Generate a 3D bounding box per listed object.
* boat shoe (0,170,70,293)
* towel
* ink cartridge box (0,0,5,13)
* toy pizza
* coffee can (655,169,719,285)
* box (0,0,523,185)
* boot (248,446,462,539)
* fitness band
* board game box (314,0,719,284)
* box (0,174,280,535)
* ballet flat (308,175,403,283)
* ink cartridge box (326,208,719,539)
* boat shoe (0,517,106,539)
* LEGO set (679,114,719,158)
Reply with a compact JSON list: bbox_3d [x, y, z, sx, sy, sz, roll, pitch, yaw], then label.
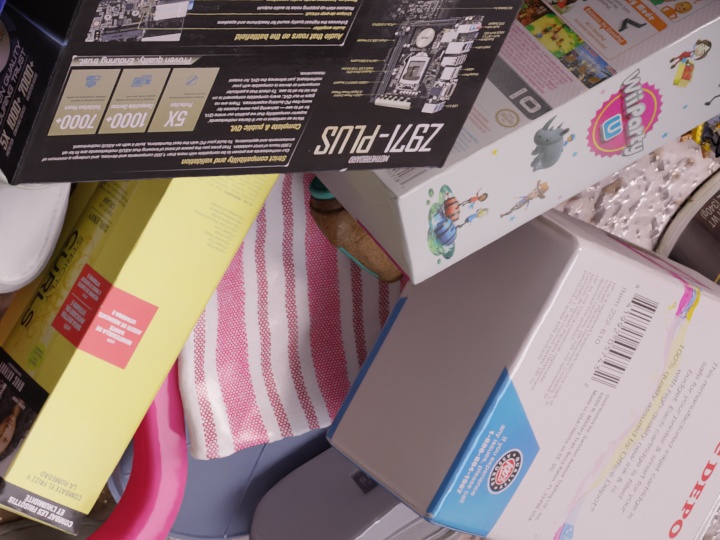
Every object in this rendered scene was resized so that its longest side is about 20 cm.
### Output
[{"bbox_3d":[-0.147,-0.063,1.173,0.074,0.067,0.200,-22,133,-24],"label":"boat shoe"},{"bbox_3d":[0.000,0.000,1.356,0.200,0.030,0.146,-13,104,-33],"label":"towel"},{"bbox_3d":[-0.214,-0.141,0.989,0.200,0.076,0.137,16,119,-21],"label":"ink cartridge box"},{"bbox_3d":[-0.043,0.053,1.427,0.200,0.032,0.200,-22,138,-21],"label":"toy pizza"},{"bbox_3d":[0.269,0.042,1.541,0.146,0.200,0.146,-23,140,-21],"label":"coffee can"},{"bbox_3d":[-0.037,-0.122,1.065,0.200,0.086,0.164,-4,134,-35],"label":"box"},{"bbox_3d":[0.036,0.108,1.477,0.200,0.074,0.096,-29,152,-6],"label":"boot"},{"bbox_3d":[-0.151,0.069,1.311,0.144,0.037,0.200,-15,120,-20],"label":"fitness band"},{"bbox_3d":[0.066,-0.100,1.269,0.200,0.148,0.064,-30,139,-12],"label":"board game box"},{"bbox_3d":[-0.107,0.009,1.244,0.050,0.075,0.200,27,96,-34],"label":"box"},{"bbox_3d":[0.063,-0.065,1.338,0.200,0.068,0.072,-43,117,-22],"label":"ballet flat"},{"bbox_3d":[0.100,0.056,1.352,0.200,0.085,0.145,21,99,-47],"label":"ink cartridge box"},{"bbox_3d":[-0.181,0.168,1.398,0.200,0.076,0.060,-1,129,-24],"label":"boat shoe"},{"bbox_3d":[0.252,-0.115,1.435,0.200,0.116,0.154,-14,136,-30],"label":"LEGO set"}]
